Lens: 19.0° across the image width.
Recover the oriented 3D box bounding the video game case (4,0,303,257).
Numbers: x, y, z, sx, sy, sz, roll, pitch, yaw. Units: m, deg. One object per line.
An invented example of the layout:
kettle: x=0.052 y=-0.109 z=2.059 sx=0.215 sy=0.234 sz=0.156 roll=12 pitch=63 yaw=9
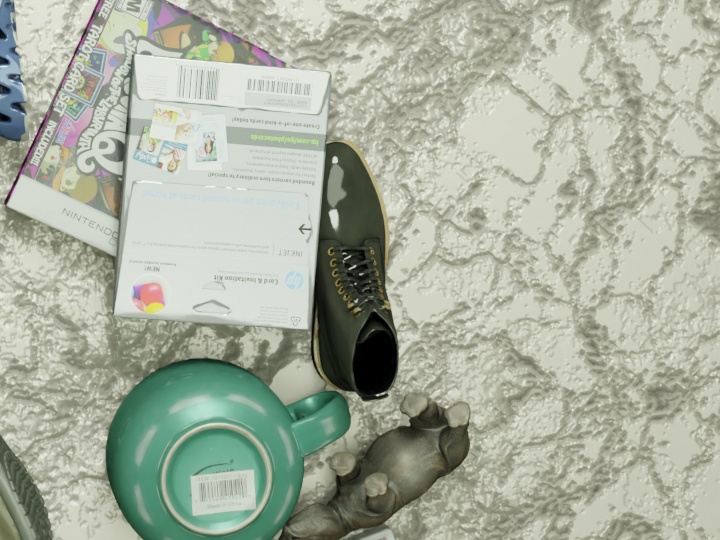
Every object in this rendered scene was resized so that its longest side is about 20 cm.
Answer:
video game case: x=-0.157 y=-0.103 z=1.690 sx=0.180 sy=0.036 sz=0.201 roll=26 pitch=91 yaw=-14

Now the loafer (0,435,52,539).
loafer: x=-0.304 y=0.162 z=1.678 sx=0.069 sy=0.075 sz=0.201 roll=-27 pitch=96 yaw=4

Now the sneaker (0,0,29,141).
sneaker: x=-0.317 y=-0.189 z=1.624 sx=0.114 sy=0.081 sz=0.201 roll=-9 pitch=100 yaw=-13

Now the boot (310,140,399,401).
boot: x=0.000 y=0.000 z=1.681 sx=0.077 sy=0.138 sz=0.202 roll=-9 pitch=97 yaw=-10

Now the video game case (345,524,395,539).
video game case: x=-0.046 y=0.311 z=1.768 sx=0.199 sy=0.018 sz=0.144 roll=-20 pitch=100 yaw=-9

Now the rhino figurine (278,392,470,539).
rhino figurine: x=0.008 y=0.174 z=1.733 sx=0.200 sy=0.088 sz=0.060 roll=-38 pitch=66 yaw=-4

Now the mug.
mug: x=-0.110 y=0.140 z=1.686 sx=0.152 sy=0.114 sz=0.185 roll=39 pitch=88 yaw=-13

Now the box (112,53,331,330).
box: x=-0.107 y=-0.060 z=1.660 sx=0.155 sy=0.041 sz=0.202 roll=4 pitch=94 yaw=-8
